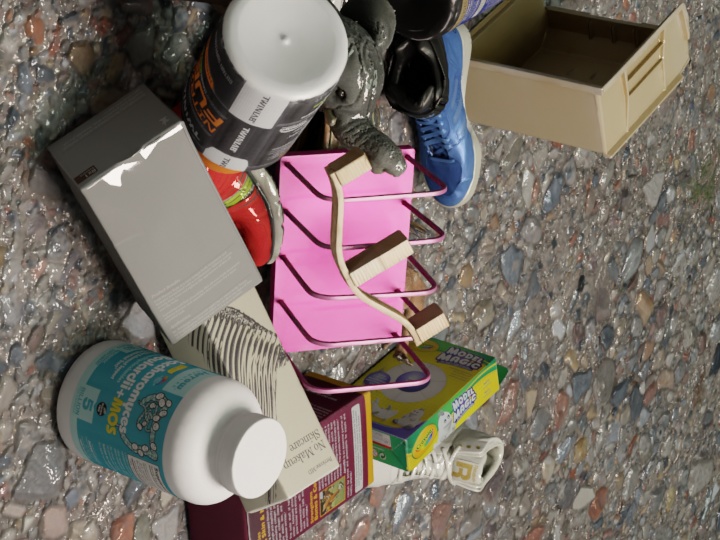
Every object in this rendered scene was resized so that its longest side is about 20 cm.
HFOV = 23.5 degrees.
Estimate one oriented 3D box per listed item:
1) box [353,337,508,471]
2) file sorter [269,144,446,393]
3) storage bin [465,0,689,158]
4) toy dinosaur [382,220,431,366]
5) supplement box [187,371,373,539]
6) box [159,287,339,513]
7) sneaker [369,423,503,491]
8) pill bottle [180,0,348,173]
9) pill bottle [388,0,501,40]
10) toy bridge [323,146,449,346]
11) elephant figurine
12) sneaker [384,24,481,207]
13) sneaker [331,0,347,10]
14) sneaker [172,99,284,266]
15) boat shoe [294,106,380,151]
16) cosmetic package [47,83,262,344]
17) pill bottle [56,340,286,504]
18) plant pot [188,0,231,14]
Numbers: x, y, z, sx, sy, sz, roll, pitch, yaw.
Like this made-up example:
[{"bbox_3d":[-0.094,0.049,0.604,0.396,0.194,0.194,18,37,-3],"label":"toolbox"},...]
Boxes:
[{"bbox_3d":[0.064,0.133,1.878,0.200,0.117,0.049,-36,130,-42],"label":"box"},{"bbox_3d":[0.000,0.000,1.627,0.138,0.125,0.202,-5,113,-21],"label":"file sorter"},{"bbox_3d":[0.234,-0.231,1.906,0.199,0.199,0.094,-45,136,-35],"label":"storage bin"},{"bbox_3d":[0.034,0.011,1.827,0.136,0.085,0.200,-66,150,-24],"label":"toy dinosaur"},{"bbox_3d":[-0.079,0.196,1.730,0.199,0.085,0.111,-29,125,-46],"label":"supplement box"},{"bbox_3d":[-0.104,0.114,1.602,0.082,0.068,0.201,-29,92,-46],"label":"box"},{"bbox_3d":[0.079,0.208,1.928,0.199,0.115,0.074,-15,116,-49],"label":"sneaker"},{"bbox_3d":[-0.087,-0.148,1.423,0.107,0.106,0.200,-54,-177,-27],"label":"pill bottle"},{"bbox_3d":[0.108,-0.319,1.776,0.200,0.111,0.113,-34,128,-42],"label":"pill bottle"},{"bbox_3d":[0.014,-0.010,1.540,0.067,0.027,0.201,-30,119,-6],"label":"toy bridge"},{"bbox_3d":[-0.030,-0.196,1.555,0.142,0.199,0.156,-55,140,-26],"label":"elephant figurine"},{"bbox_3d":[0.072,-0.159,1.812,0.111,0.076,0.202,-22,115,-55],"label":"sneaker"},{"bbox_3d":[-0.012,-0.282,1.669,0.112,0.073,0.202,-24,129,-51],"label":"sneaker"},{"bbox_3d":[-0.131,-0.081,1.589,0.085,0.077,0.201,-32,128,-19],"label":"sneaker"},{"bbox_3d":[-0.048,-0.084,1.687,0.073,0.075,0.202,11,100,-38],"label":"boat shoe"},{"bbox_3d":[-0.174,-0.047,1.488,0.106,0.090,0.201,-33,130,-12],"label":"cosmetic package"},{"bbox_3d":[-0.160,0.135,1.497,0.110,0.199,0.112,-24,121,-48],"label":"pill bottle"},{"bbox_3d":[-0.147,-0.295,1.392,0.173,0.200,0.202,-14,115,-33],"label":"plant pot"}]
